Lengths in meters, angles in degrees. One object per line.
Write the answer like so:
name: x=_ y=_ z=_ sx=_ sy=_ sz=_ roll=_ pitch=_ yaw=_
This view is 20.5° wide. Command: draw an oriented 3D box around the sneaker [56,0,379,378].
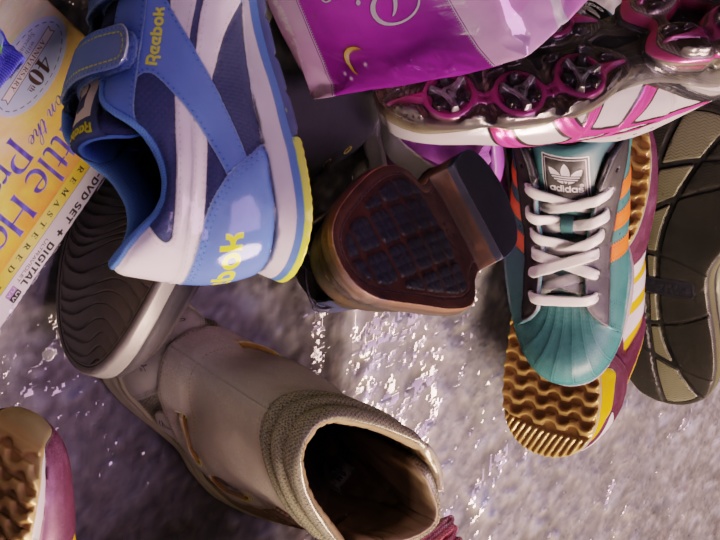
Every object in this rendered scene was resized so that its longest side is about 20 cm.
sneaker: x=-0.055 y=-0.037 z=0.887 sx=0.106 sy=0.075 sz=0.200 roll=23 pitch=91 yaw=-47

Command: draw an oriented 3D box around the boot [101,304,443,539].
boot: x=-0.018 y=0.092 z=0.929 sx=0.072 sy=0.154 sz=0.200 roll=-56 pitch=137 yaw=-10

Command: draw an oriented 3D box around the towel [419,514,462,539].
towel: x=-0.043 y=0.181 z=0.946 sx=0.144 sy=0.200 sz=0.023 roll=-32 pitch=87 yaw=-31

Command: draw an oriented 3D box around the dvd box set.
dvd box set: x=-0.182 y=-0.063 z=0.774 sx=0.147 sy=0.029 sz=0.200 roll=-56 pitch=138 yaw=-10

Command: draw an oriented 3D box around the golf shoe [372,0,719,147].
golf shoe: x=0.097 y=-0.084 z=0.929 sx=0.199 sy=0.073 sz=0.092 roll=-12 pitch=150 yaw=-19

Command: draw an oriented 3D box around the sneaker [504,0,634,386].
sneaker: x=0.105 y=-0.039 z=1.026 sx=0.080 sy=0.071 sz=0.201 roll=-3 pitch=95 yaw=-77

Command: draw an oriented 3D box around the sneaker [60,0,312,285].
sneaker: x=-0.081 y=-0.087 z=0.786 sx=0.082 sy=0.074 sz=0.201 roll=-12 pitch=79 yaw=-20

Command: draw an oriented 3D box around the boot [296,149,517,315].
boot: x=0.000 y=0.000 z=0.907 sx=0.075 sy=0.097 sz=0.200 roll=64 pitch=23 yaw=2

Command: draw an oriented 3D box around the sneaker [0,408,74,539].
sneaker: x=-0.149 y=0.146 z=0.879 sx=0.090 sy=0.075 sz=0.200 roll=-13 pitch=125 yaw=-51

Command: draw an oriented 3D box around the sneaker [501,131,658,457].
sneaker: x=0.126 y=0.002 z=1.114 sx=0.090 sy=0.075 sz=0.201 roll=-11 pitch=115 yaw=-69

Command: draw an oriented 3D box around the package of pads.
package of pads: x=-0.001 y=-0.172 z=0.800 sx=0.076 sy=0.120 sz=0.200 roll=-45 pitch=118 yaw=-45

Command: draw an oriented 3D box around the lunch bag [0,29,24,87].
lunch bag: x=-0.218 y=-0.060 z=0.660 sx=0.150 sy=0.094 sz=0.200 roll=41 pitch=67 yaw=-14

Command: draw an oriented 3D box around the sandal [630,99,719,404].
sandal: x=0.189 y=-0.015 z=1.171 sx=0.057 sy=0.080 sz=0.201 roll=-44 pitch=145 yaw=-47

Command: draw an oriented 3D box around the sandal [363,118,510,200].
sandal: x=0.041 y=-0.072 z=0.990 sx=0.082 sy=0.050 sz=0.203 roll=-45 pitch=137 yaw=-19
